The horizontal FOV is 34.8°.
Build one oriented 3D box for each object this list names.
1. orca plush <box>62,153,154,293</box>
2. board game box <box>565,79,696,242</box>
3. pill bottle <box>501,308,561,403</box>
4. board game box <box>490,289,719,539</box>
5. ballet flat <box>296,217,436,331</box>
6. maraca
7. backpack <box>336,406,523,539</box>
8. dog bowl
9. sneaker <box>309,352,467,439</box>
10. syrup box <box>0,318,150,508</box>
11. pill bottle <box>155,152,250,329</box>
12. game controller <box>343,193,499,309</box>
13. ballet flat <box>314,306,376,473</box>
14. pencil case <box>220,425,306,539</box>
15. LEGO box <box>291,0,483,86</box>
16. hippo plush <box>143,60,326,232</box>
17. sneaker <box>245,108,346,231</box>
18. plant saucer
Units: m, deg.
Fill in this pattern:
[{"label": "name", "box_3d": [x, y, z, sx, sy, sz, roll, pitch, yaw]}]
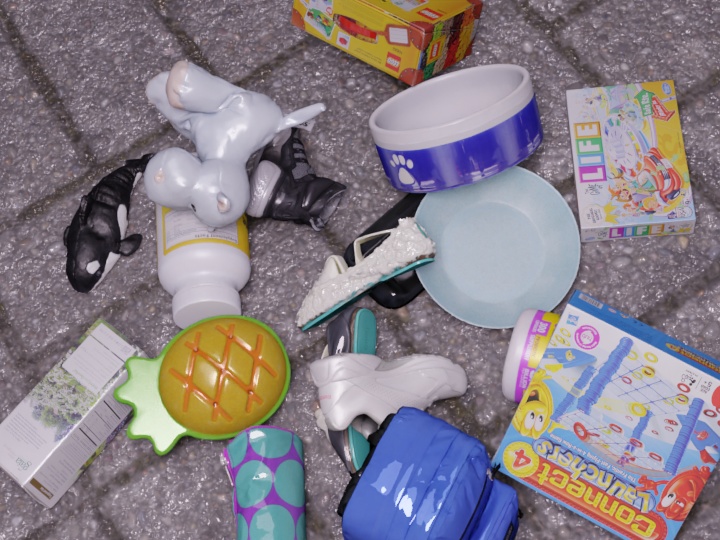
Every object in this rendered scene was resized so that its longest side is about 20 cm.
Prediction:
[{"label": "orca plush", "box_3d": [-0.322, -0.074, 1.454, 0.104, 0.071, 0.201, 26, 69, 22]}, {"label": "board game box", "box_3d": [0.324, -0.134, 1.392, 0.133, 0.034, 0.202, -5, 61, 8]}, {"label": "pill bottle", "box_3d": [0.258, 0.112, 1.231, 0.198, 0.105, 0.105, 13, 65, 17]}, {"label": "board game box", "box_3d": [0.259, 0.154, 1.153, 0.198, 0.056, 0.198, 27, 111, 12]}, {"label": "ballet flat", "box_3d": [0.000, 0.000, 1.324, 0.199, 0.072, 0.072, -30, 56, 25]}, {"label": "maraca", "box_3d": [-0.175, 0.127, 1.293, 0.198, 0.107, 0.138, -20, 76, -11]}, {"label": "backpack", "box_3d": [0.072, 0.232, 1.145, 0.166, 0.201, 0.164, 18, 65, 19]}, {"label": "dog bowl", "box_3d": [0.114, -0.171, 1.367, 0.198, 0.080, 0.201, -16, 23, 7]}, {"label": "sneaker", "box_3d": [0.033, 0.142, 1.244, 0.198, 0.078, 0.101, 3, 78, -32]}, {"label": "syrup box", "box_3d": [-0.328, 0.163, 1.321, 0.078, 0.082, 0.200, 32, 72, 26]}, {"label": "pill bottle", "box_3d": [-0.189, -0.033, 1.385, 0.111, 0.112, 0.202, -10, 61, 4]}, {"label": "game controller", "box_3d": [0.076, -0.043, 1.392, 0.200, 0.042, 0.104, -40, 77, -12]}, {"label": "ballet flat", "box_3d": [-0.016, 0.140, 1.293, 0.072, 0.073, 0.202, -3, 67, 8]}, {"label": "pencil case", "box_3d": [-0.102, 0.273, 1.220, 0.091, 0.085, 0.202, -1, 60, -8]}, {"label": "LEGO box", "box_3d": [0.035, -0.333, 1.491, 0.199, 0.078, 0.149, 31, 41, 23]}, {"label": "hippo plush", "box_3d": [-0.166, -0.127, 1.320, 0.198, 0.159, 0.163, 17, 79, -10]}, {"label": "sneaker", "box_3d": [-0.075, -0.119, 1.436, 0.113, 0.076, 0.201, 23, 38, -11]}, {"label": "plant saucer", "box_3d": [0.156, -0.026, 1.346, 0.198, 0.039, 0.204, 1, 72, -2]}]
